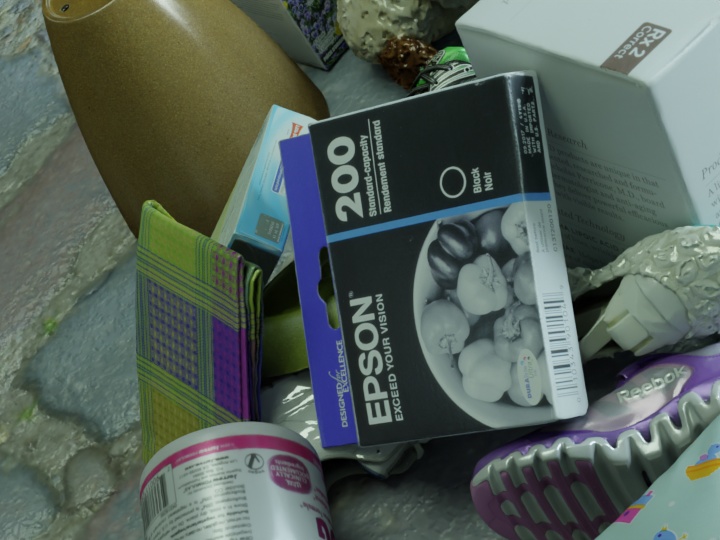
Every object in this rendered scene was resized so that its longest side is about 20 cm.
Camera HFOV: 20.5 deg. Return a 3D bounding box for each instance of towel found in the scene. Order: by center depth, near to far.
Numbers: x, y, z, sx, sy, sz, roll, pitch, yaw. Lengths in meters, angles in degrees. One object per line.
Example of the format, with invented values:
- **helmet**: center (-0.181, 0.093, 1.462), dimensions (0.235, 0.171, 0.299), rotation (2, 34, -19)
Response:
- **towel**: center (-0.104, 0.066, 1.290), dimensions (0.023, 0.202, 0.143), rotation (-14, 24, -32)

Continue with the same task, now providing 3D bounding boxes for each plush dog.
- **plush dog**: center (0.049, -0.228, 1.508), dimensions (0.172, 0.160, 0.201), rotation (-49, 36, 20)

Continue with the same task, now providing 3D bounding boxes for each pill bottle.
- **pill bottle**: center (-0.063, 0.200, 1.154), dimensions (0.112, 0.113, 0.201), rotation (-23, 53, 15)

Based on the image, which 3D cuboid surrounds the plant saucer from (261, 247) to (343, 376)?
- **plant saucer**: center (0.000, 0.000, 1.324), dimensions (0.199, 0.031, 0.200), rotation (-29, 15, 8)

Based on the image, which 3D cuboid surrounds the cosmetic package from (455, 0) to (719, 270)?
- **cosmetic package**: center (0.192, -0.104, 1.207), dimensions (0.165, 0.201, 0.164), rotation (-43, 39, -21)

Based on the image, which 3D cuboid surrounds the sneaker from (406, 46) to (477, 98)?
- **sneaker**: center (0.046, -0.100, 1.341), dimensions (0.199, 0.086, 0.078), rotation (-26, 13, -21)

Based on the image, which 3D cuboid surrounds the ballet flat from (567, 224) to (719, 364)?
- **ballet flat**: center (0.158, 0.027, 1.175), dimensions (0.072, 0.072, 0.200), rotation (-57, 14, -24)

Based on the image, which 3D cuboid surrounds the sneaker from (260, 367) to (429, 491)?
- **sneaker**: center (0.025, 0.084, 1.271), dimensions (0.199, 0.075, 0.088), rotation (-32, 56, 9)

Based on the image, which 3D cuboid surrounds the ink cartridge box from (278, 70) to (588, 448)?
- **ink cartridge box**: center (0.029, 0.000, 1.176), dimensions (0.199, 0.043, 0.200), rotation (-12, 85, 37)

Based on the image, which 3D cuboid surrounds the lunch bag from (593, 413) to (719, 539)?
- **lunch bag**: center (0.213, 0.180, 0.989), dimensions (0.170, 0.122, 0.200), rotation (-43, 34, -10)

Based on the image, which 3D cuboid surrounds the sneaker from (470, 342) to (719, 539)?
- **sneaker**: center (0.158, 0.094, 1.152), dimensions (0.198, 0.081, 0.089), rotation (-20, 35, 11)

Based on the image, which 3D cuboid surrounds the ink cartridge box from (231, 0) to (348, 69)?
- **ink cartridge box**: center (-0.091, -0.251, 1.566), dimensions (0.108, 0.200, 0.050), rotation (22, 65, 46)

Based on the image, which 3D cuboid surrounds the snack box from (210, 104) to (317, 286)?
- **snack box**: center (-0.085, -0.004, 1.348), dimensions (0.201, 0.037, 0.117), rotation (120, 168, -50)

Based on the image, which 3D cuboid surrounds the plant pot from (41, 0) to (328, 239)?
- **plant pot**: center (-0.151, -0.149, 1.511), dimensions (0.185, 0.200, 0.188), rotation (-20, 41, 19)
